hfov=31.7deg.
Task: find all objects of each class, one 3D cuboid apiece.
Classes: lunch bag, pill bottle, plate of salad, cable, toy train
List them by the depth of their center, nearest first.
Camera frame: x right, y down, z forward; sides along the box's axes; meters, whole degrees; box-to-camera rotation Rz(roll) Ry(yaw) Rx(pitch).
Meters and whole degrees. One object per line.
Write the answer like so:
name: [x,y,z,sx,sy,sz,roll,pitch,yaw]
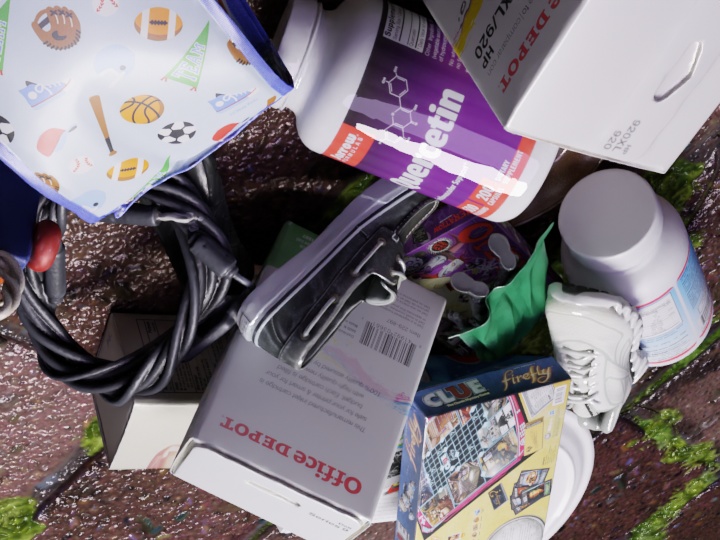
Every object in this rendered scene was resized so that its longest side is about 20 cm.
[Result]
lunch bag: [-0.159,-0.140,0.767,0.169,0.124,0.200,-33,124,11]
toy train: [-0.250,0.003,0.820,0.084,0.201,0.116,18,132,-22]
pill bottle: [0.033,-0.116,0.868,0.199,0.113,0.113,20,126,-11]
cable: [-0.183,0.012,0.920,0.199,0.051,0.163,-35,106,27]
pill bottle: [0.235,-0.002,1.094,0.108,0.109,0.200,-31,144,7]
plate of salad: [0.121,0.197,1.141,0.199,0.048,0.201,-15,128,-20]

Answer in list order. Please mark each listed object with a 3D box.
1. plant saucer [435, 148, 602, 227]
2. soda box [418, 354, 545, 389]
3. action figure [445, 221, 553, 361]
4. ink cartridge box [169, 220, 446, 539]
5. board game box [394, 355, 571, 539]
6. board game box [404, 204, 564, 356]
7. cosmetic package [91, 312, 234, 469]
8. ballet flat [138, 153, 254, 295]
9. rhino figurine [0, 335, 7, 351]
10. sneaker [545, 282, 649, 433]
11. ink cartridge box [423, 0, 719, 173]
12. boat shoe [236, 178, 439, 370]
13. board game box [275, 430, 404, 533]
plant saucer: [0.111,-0.112,0.997,0.199,0.032,0.201,-13,138,-12]
soda box: [0.096,0.124,1.204,0.198,0.068,0.064,3,130,-28]
action figure: [0.113,0.031,1.039,0.118,0.055,0.200,-43,160,-6]
ink cartridge box: [-0.037,0.088,0.966,0.144,0.201,0.088,26,146,-7]
board game box: [0.098,0.174,1.057,0.134,0.035,0.201,-12,126,-23]
board game box: [0.092,0.008,1.083,0.120,0.032,0.200,-32,146,15]
cosmetic package: [-0.114,0.101,1.057,0.198,0.104,0.088,5,131,-27]
ballet flat: [-0.124,-0.047,0.950,0.066,0.057,0.201,11,139,19]
rhino figurine: [-0.368,0.063,0.926,0.199,0.060,0.088,-22,119,-2]
sneaker: [0.194,0.074,1.056,0.082,0.075,0.200,-66,149,-18]
ink cartridge box: [0.142,-0.189,0.805,0.144,0.201,0.148,9,129,-32]
boat shoe: [0.000,0.000,0.933,0.200,0.071,0.072,-43,164,-21]
board game box: [0.028,0.172,1.114,0.199,0.035,0.127,5,130,-44]
